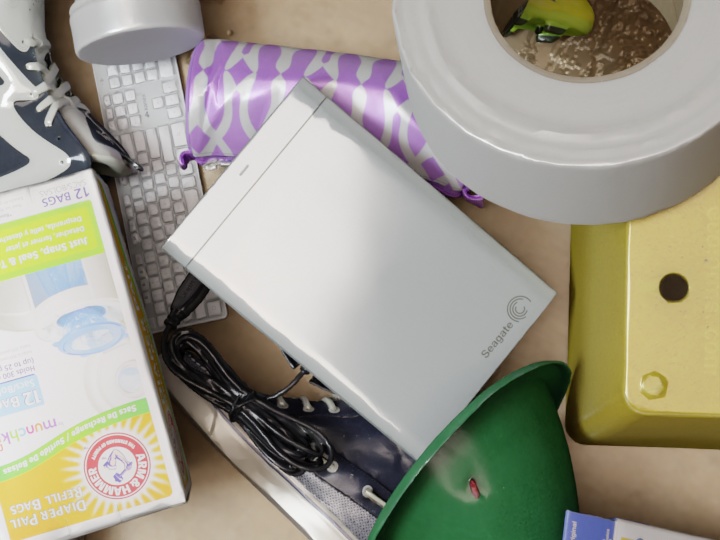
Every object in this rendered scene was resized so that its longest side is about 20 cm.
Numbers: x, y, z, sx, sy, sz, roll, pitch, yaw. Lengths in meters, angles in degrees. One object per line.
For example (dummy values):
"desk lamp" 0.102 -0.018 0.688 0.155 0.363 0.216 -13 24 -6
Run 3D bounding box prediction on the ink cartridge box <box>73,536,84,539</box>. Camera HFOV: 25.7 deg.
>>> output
"ink cartridge box" -0.263 0.109 1.025 0.144 0.084 0.201 -3 88 8

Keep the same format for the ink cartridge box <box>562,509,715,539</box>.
"ink cartridge box" 0.184 0.214 0.915 0.200 0.042 0.120 17 75 -28

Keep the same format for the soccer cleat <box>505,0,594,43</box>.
"soccer cleat" 0.060 -0.206 0.992 0.200 0.065 0.084 24 87 8

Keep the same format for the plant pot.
"plant pot" 0.217 0.011 0.907 0.199 0.176 0.201 1 89 9

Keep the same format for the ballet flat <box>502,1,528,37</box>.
"ballet flat" 0.087 -0.219 0.940 0.072 0.072 0.201 19 60 8

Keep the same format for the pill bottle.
"pill bottle" -0.154 -0.237 0.995 0.111 0.111 0.201 -10 83 8

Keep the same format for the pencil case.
"pencil case" -0.017 -0.094 0.990 0.199 0.084 0.086 6 75 9

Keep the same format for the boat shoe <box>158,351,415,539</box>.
"boat shoe" -0.036 0.102 1.006 0.200 0.075 0.093 44 80 6

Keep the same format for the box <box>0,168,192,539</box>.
"box" -0.177 0.053 0.928 0.112 0.101 0.201 -15 89 -5

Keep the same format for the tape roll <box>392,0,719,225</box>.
"tape roll" 0.117 -0.128 0.829 0.202 0.071 0.203 -3 67 7

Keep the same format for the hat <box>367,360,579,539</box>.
"hat" 0.113 0.181 0.909 0.176 0.165 0.200 44 131 23

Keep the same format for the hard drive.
"hard drive" 0.000 0.000 0.941 0.200 0.027 0.132 40 86 -5

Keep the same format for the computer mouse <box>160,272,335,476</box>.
"computer mouse" -0.033 0.020 0.991 0.140 0.046 0.200 34 72 5

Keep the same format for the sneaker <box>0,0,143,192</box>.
"sneaker" -0.195 -0.107 1.016 0.129 0.079 0.200 12 91 13

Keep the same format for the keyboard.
"keyboard" -0.134 -0.061 1.045 0.056 0.011 0.201 -12 88 8
